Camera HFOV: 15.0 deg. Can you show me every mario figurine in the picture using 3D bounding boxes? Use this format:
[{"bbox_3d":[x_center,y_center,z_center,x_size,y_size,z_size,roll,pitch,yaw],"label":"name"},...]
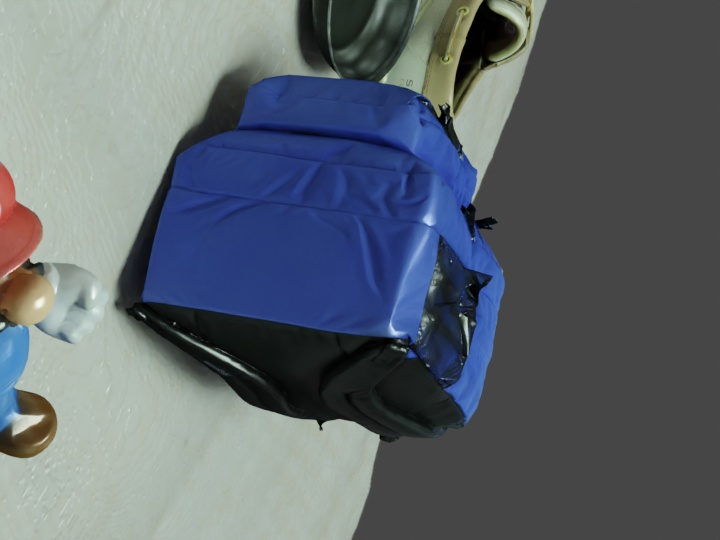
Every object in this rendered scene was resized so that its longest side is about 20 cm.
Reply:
[{"bbox_3d":[-0.159,0.033,1.172,0.200,0.106,0.124,92,-9,-50],"label":"mario figurine"}]

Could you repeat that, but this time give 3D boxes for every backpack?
[{"bbox_3d":[0.000,0.000,1.457,0.200,0.162,0.168,54,53,-62],"label":"backpack"}]

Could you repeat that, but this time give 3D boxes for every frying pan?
[{"bbox_3d":[-0.006,-0.174,1.487,0.115,0.031,0.190,-66,154,-16],"label":"frying pan"}]

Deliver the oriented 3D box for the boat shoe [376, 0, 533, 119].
[{"bbox_3d":[0.070,-0.149,1.636,0.200,0.066,0.074,-54,151,-38],"label":"boat shoe"}]
